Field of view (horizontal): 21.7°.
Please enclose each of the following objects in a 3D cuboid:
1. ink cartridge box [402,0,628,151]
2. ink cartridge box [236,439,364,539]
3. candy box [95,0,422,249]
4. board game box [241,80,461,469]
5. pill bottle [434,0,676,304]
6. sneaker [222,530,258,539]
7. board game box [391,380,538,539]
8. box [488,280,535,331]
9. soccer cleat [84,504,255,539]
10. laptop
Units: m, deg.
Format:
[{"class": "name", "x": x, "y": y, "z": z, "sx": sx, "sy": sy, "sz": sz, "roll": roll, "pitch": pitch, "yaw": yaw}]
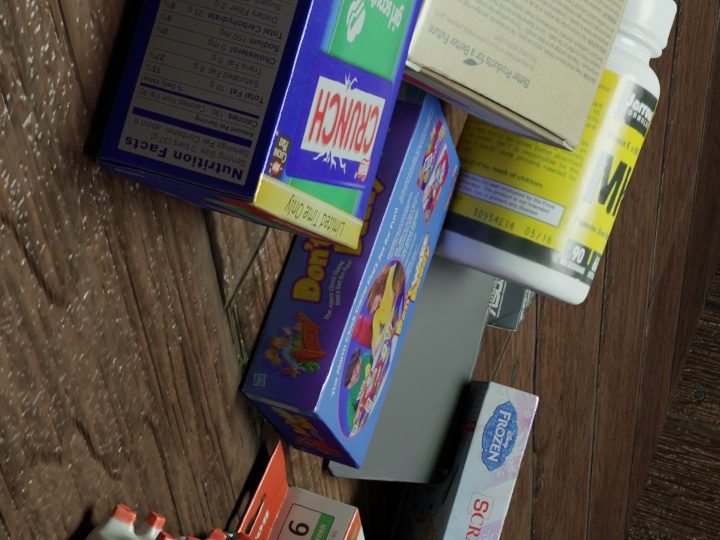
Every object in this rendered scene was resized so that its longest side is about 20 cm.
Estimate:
[{"class": "ink cartridge box", "x": 0.071, "y": -0.170, "z": 0.990, "sx": 0.200, "sy": 0.075, "sz": 0.166, "roll": 19, "pitch": 92, "yaw": -57}, {"class": "ink cartridge box", "x": -0.038, "y": 0.196, "z": 1.131, "sx": 0.200, "sy": 0.050, "sz": 0.109, "roll": 82, "pitch": 28, "yaw": -59}, {"class": "candy box", "x": -0.027, "y": -0.120, "z": 0.816, "sx": 0.169, "sy": 0.077, "sz": 0.201, "roll": 19, "pitch": 88, "yaw": -76}, {"class": "board game box", "x": 0.000, "y": 0.000, "z": 1.088, "sx": 0.135, "sy": 0.044, "sz": 0.201, "roll": 62, "pitch": 46, "yaw": -68}, {"class": "pill bottle", "x": 0.123, "y": -0.089, "z": 1.198, "sx": 0.114, "sy": 0.114, "sz": 0.201, "roll": 18, "pitch": 92, "yaw": -75}, {"class": "sneaker", "x": -0.090, "y": 0.231, "z": 0.984, "sx": 0.085, "sy": 0.078, "sz": 0.201, "roll": -32, "pitch": -143, "yaw": 55}, {"class": "board game box", "x": 0.064, "y": 0.179, "z": 1.369, "sx": 0.200, "sy": 0.041, "sz": 0.201, "roll": 166, "pitch": -59, "yaw": -83}, {"class": "box", "x": 0.131, "y": -0.066, "z": 1.448, "sx": 0.161, "sy": 0.049, "sz": 0.202, "roll": -52, "pitch": 155, "yaw": -77}, {"class": "soccer cleat", "x": -0.077, "y": 0.167, "z": 0.908, "sx": 0.200, "sy": 0.069, "sz": 0.078, "roll": 29, "pitch": 88, "yaw": -56}, {"class": "laptop", "x": 0.031, "y": 0.049, "z": 1.312, "sx": 0.200, "sy": 0.103, "sz": 0.179, "roll": -142, "pitch": -113, "yaw": -79}]
